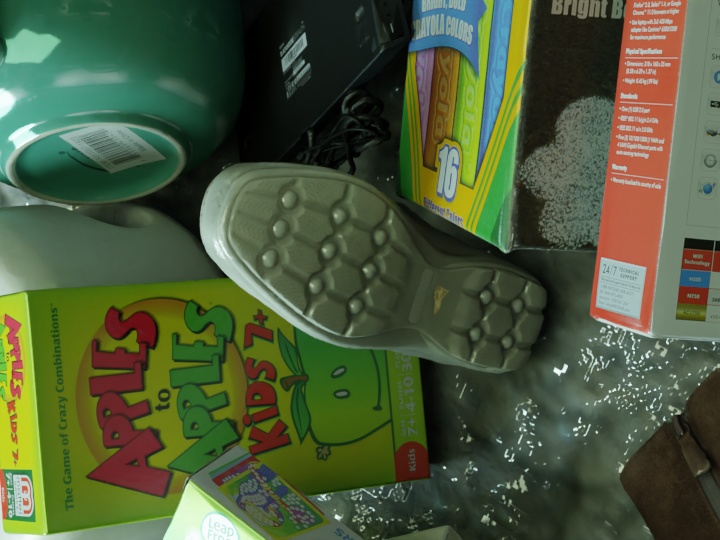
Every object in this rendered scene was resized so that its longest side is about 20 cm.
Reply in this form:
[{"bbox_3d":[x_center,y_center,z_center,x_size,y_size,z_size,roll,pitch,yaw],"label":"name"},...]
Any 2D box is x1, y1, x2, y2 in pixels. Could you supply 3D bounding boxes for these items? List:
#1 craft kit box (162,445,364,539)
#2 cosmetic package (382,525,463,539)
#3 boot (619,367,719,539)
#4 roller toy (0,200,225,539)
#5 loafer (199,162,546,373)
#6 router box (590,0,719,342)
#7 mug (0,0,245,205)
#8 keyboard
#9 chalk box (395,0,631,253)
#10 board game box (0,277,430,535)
[{"bbox_3d":[-0.022,0.209,0.767,0.199,0.048,0.198,36,122,14],"label":"craft kit box"},{"bbox_3d":[-0.021,0.193,0.850,0.199,0.073,0.104,-20,125,32],"label":"cosmetic package"},{"bbox_3d":[0.161,0.152,0.774,0.200,0.072,0.167,-52,53,24],"label":"boot"},{"bbox_3d":[-0.147,0.060,0.917,0.201,0.139,0.183,54,128,24],"label":"roller toy"},{"bbox_3d":[0.000,0.000,0.786,0.069,0.199,0.070,17,84,44],"label":"loafer"},{"bbox_3d":[0.192,-0.061,0.667,0.049,0.198,0.181,-160,76,-71],"label":"router box"},{"bbox_3d":[-0.145,-0.102,0.876,0.152,0.183,0.115,132,134,-58],"label":"mug"},{"bbox_3d":[-0.013,-0.089,0.848,0.200,0.039,0.105,143,120,-65],"label":"keyboard"},{"bbox_3d":[0.098,-0.115,0.726,0.124,0.124,0.202,-148,62,-67],"label":"chalk box"},{"bbox_3d":[-0.065,0.055,0.826,0.047,0.199,0.103,-8,86,55],"label":"board game box"}]
